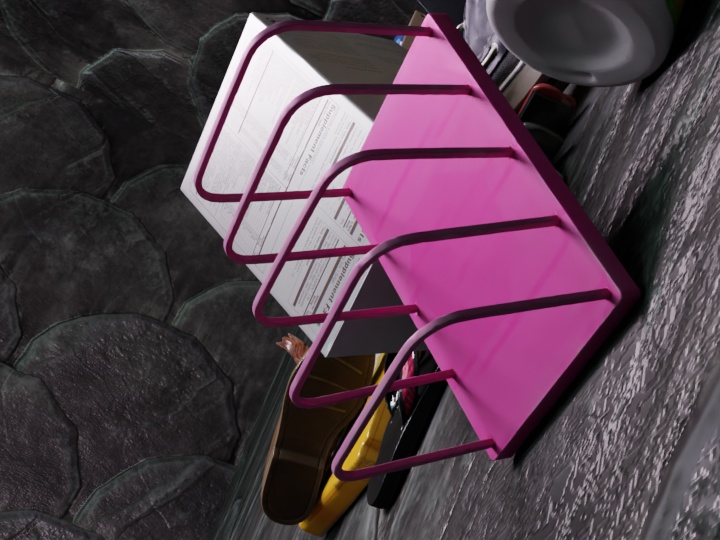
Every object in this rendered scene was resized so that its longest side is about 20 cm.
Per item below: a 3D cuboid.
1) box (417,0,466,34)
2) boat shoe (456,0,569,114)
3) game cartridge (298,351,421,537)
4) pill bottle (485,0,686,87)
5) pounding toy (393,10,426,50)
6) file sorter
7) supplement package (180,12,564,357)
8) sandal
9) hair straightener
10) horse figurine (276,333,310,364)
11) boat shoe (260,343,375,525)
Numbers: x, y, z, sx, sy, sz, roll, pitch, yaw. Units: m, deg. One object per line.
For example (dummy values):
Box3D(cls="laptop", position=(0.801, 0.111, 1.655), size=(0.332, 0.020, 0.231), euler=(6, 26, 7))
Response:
Box3D(cls="box", position=(0.131, -0.310, 1.025), size=(0.200, 0.123, 0.199), euler=(-40, 13, 15))
Box3D(cls="boat shoe", position=(0.101, -0.152, 0.905), size=(0.074, 0.093, 0.200), euler=(-9, -33, -50))
Box3D(cls="game cartridge", position=(0.005, 0.139, 1.107), size=(0.200, 0.032, 0.177), euler=(119, 174, -54))
Box3D(cls="pill bottle", position=(0.158, -0.222, 0.706), size=(0.111, 0.110, 0.201), euler=(127, 167, -69))
Box3D(cls="pounding toy", position=(0.068, -0.322, 2.044), size=(0.185, 0.141, 0.201), euler=(-71, 7, -51))
Box3D(cls="file sorter", position=(0.013, -0.014, 0.599), size=(0.201, 0.125, 0.139), euler=(61, 141, 30))
Box3D(cls="supplement package", position=(0.002, -0.061, 0.832), size=(0.151, 0.200, 0.151), euler=(0, -54, -44))
Box3D(cls="sandal", position=(0.038, 0.086, 0.913), size=(0.075, 0.045, 0.201), euler=(145, 149, -81))
Box3D(cls="hair straightener", position=(0.105, -0.060, 0.902), size=(0.200, 0.041, 0.077), euler=(126, 168, -61))
Box3D(cls="horse figurine", position=(0.004, 0.050, 1.207), size=(0.199, 0.050, 0.133), euler=(-35, 15, 12))
Box3D(cls="boat shoe", position=(-0.046, 0.135, 1.096), size=(0.068, 0.072, 0.201), euler=(-109, 44, -80))
